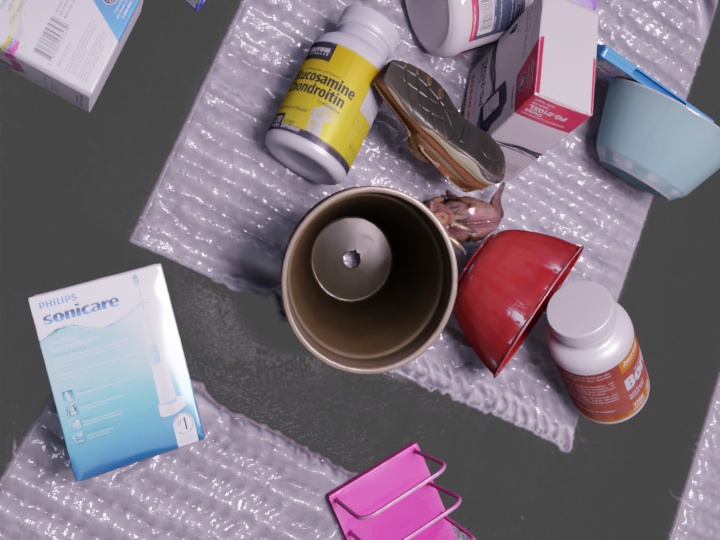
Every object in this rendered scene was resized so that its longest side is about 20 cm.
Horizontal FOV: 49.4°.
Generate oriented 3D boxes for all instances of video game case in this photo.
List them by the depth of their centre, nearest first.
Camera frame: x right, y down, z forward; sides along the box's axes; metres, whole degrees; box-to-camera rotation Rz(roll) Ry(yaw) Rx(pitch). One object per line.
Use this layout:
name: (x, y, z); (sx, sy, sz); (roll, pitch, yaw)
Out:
video game case: (0.386, -0.262, 1.106); (0.197, 0.143, 0.018); (28, 102, -17)

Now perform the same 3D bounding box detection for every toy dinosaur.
toy dinosaur: (0.128, -0.063, 1.003); (0.196, 0.135, 0.088); (-18, 94, -20)

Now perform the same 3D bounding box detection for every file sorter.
file sorter: (0.071, 0.346, 0.970); (0.137, 0.125, 0.204); (-25, 96, -19)

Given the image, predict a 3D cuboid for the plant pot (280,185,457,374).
plant pot: (0.000, 0.000, 0.920); (0.195, 0.174, 0.206); (-1, 98, -8)

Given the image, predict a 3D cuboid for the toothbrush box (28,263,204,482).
toothbrush box: (-0.270, 0.108, 0.875); (0.143, 0.085, 0.205); (-16, 94, -19)

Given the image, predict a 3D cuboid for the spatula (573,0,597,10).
spatula: (0.265, -0.339, 1.125); (0.200, 0.020, 0.057); (-47, 104, -15)

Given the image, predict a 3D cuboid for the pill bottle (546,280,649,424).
pill bottle: (0.310, 0.107, 1.033); (0.113, 0.111, 0.201); (-49, 135, -15)

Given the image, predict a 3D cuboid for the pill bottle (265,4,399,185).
pill bottle: (-0.029, -0.217, 0.964); (0.111, 0.112, 0.203); (29, 78, -16)

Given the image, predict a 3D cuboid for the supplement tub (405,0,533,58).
supplement tub: (0.169, -0.373, 1.028); (0.196, 0.140, 0.143); (-22, 95, -20)

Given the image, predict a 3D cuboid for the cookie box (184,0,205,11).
cookie box: (-0.230, -0.412, 0.868); (0.199, 0.171, 0.076); (38, 73, -14)

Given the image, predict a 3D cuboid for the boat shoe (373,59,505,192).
boat shoe: (0.088, -0.163, 0.950); (0.199, 0.073, 0.076); (41, 49, -17)

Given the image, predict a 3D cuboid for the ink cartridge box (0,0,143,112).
ink cartridge box: (-0.358, -0.294, 0.861); (0.197, 0.084, 0.147); (28, 78, -18)

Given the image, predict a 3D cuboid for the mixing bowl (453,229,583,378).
mixing bowl: (0.188, 0.024, 1.011); (0.108, 0.201, 0.201); (35, 74, 16)

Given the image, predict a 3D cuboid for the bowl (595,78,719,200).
bowl: (0.411, -0.172, 1.097); (0.198, 0.201, 0.106); (28, 100, -17)

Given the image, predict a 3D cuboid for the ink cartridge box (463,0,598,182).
ink cartridge box: (0.207, -0.225, 0.993); (0.082, 0.200, 0.148); (15, 69, -15)
